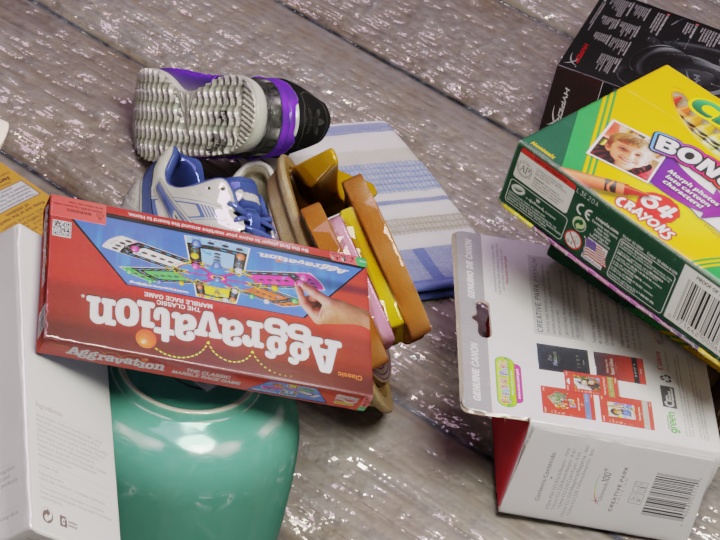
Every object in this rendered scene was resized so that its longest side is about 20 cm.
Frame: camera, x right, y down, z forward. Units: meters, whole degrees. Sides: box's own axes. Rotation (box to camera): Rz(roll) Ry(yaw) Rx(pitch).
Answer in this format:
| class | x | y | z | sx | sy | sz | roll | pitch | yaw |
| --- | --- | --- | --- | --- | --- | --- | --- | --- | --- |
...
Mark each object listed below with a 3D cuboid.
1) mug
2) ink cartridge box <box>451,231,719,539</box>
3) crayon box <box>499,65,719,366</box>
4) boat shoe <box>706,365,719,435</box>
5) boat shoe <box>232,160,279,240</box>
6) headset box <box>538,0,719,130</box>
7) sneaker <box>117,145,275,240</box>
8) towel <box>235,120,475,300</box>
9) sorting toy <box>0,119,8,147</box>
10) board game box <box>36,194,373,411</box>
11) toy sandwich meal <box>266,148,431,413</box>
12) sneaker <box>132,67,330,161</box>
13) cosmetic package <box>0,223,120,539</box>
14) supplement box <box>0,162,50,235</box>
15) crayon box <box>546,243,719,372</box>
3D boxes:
| class | x | y | z | sx | sy | sz | roll | pitch | yaw |
| --- | --- | --- | --- | --- | --- | --- | --- | --- | --- |
| mug | -0.129 | 0.100 | 1.424 | 0.184 | 0.115 | 0.152 | 5 | 37 | -12 |
| ink cartridge box | 0.139 | 0.074 | 1.571 | 0.175 | 0.084 | 0.200 | 11 | 36 | -7 |
| crayon box | 0.221 | -0.039 | 1.521 | 0.200 | 0.058 | 0.172 | 38 | 43 | 23 |
| boat shoe | 0.306 | 0.068 | 1.650 | 0.070 | 0.071 | 0.200 | 26 | 46 | 27 |
| boat shoe | -0.092 | -0.008 | 1.617 | 0.071 | 0.069 | 0.200 | 12 | 37 | -5 |
| headset box | 0.264 | -0.137 | 1.900 | 0.200 | 0.077 | 0.149 | 22 | 37 | 9 |
| sneaker | -0.085 | -0.015 | 1.463 | 0.200 | 0.088 | 0.075 | 32 | 4 | 38 |
| towel | 0.003 | -0.043 | 1.736 | 0.147 | 0.024 | 0.200 | -8 | 43 | -30 |
| sorting toy | -0.292 | -0.019 | 1.440 | 0.107 | 0.180 | 0.200 | 43 | 25 | 10 |
| board game box | -0.089 | 0.019 | 1.367 | 0.199 | 0.019 | 0.103 | 11 | 53 | -19 |
| toy sandwich meal | 0.000 | 0.000 | 1.537 | 0.070 | 0.205 | 0.205 | -23 | 40 | 5 |
| sneaker | -0.092 | -0.111 | 1.720 | 0.099 | 0.070 | 0.200 | 1 | 7 | -34 |
| cosmetic package | -0.208 | 0.088 | 1.352 | 0.081 | 0.113 | 0.201 | 33 | 43 | -46 |
| supplement box | -0.215 | -0.002 | 1.572 | 0.200 | 0.067 | 0.069 | 31 | 40 | 23 |
| crayon box | 0.257 | -0.018 | 1.621 | 0.172 | 0.058 | 0.200 | 36 | 40 | 21 |
